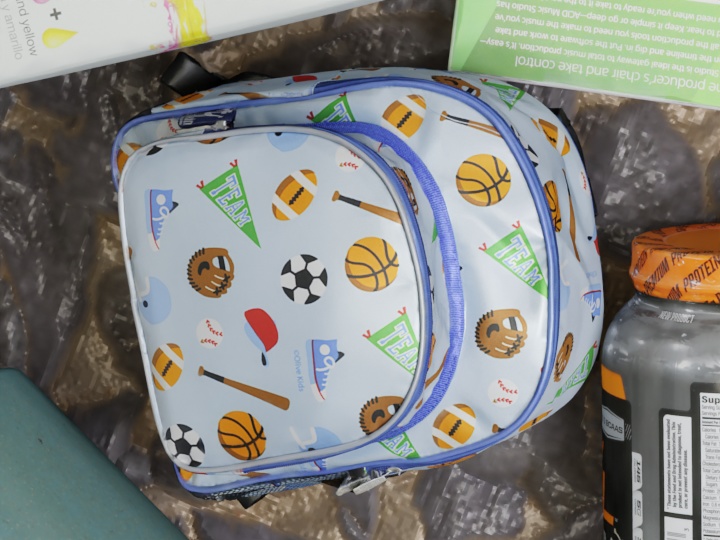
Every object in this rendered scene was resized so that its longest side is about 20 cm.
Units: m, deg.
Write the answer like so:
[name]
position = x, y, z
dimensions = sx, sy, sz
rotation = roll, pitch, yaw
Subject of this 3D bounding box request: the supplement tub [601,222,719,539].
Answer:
[supplement tub]
position = 0.160, 0.085, 1.189
dimensions = 0.122, 0.123, 0.201
rotation = 0, 99, 10

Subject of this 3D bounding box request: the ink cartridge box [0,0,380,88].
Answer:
[ink cartridge box]
position = -0.083, -0.164, 1.180
dimensions = 0.199, 0.145, 0.146
rotation = -12, 96, 11

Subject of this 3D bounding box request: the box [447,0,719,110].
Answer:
[box]
position = 0.119, -0.171, 1.199
dimensions = 0.144, 0.036, 0.201
rotation = 9, 100, 9

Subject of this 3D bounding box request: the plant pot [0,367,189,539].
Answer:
[plant pot]
position = -0.142, 0.161, 1.230
dimensions = 0.200, 0.200, 0.196
rotation = -42, 83, 14

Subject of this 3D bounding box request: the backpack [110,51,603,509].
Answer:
[backpack]
position = 0.000, 0.000, 1.183
dimensions = 0.190, 0.154, 0.201
rotation = -10, 97, 16
